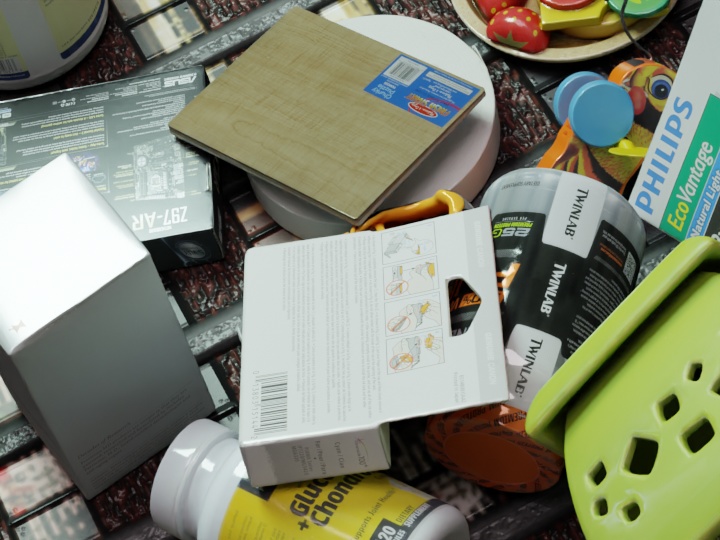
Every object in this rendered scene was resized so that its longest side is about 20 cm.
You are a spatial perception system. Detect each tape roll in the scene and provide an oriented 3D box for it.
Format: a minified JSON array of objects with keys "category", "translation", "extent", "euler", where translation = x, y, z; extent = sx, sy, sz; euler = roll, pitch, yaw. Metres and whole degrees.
[{"category":"tape roll","translation":[0.007,-0.107,1.698],"extent":[0.201,0.037,0.204],"euler":[-5,55,8]}]

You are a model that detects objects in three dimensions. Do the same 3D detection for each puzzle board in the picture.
[{"category":"puzzle board","translation":[-0.026,-0.116,1.663],"extent":[0.199,0.017,0.151],"euler":[27,60,35]}]

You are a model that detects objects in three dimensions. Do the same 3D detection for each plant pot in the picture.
[{"category":"plant pot","translation":[0.234,0.105,1.384],"extent":[0.199,0.199,0.182],"euler":[-48,48,13]}]

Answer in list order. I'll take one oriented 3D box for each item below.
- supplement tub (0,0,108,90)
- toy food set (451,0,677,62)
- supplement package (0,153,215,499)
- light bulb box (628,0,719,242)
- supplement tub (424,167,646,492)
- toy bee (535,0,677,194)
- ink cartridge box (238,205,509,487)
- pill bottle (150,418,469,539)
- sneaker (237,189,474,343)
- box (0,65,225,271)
[{"category":"supplement tub","translation":[-0.289,-0.256,1.760],"extent":[0.144,0.201,0.146],"euler":[-5,55,8]},{"category":"toy food set","translation":[0.164,-0.248,1.752],"extent":[0.196,0.049,0.201],"euler":[-7,55,7]},{"category":"supplement package","translation":[-0.195,0.041,1.540],"extent":[0.117,0.201,0.117],"euler":[-34,57,-12]},{"category":"light bulb box","translation":[0.315,-0.090,1.508],"extent":[0.199,0.200,0.124],"euler":[33,31,29]},{"category":"supplement tub","translation":[0.116,0.041,1.523],"extent":[0.121,0.123,0.201],"euler":[9,59,17]},{"category":"toy bee","translation":[0.197,-0.110,1.605],"extent":[0.108,0.201,0.131],"euler":[20,30,-11]},{"category":"ink cartridge box","translation":[0.009,0.048,1.477],"extent":[0.175,0.045,0.201],"euler":[-9,39,6]},{"category":"pill bottle","translation":[-0.036,0.172,1.473],"extent":[0.199,0.112,0.112],"euler":[22,63,24]},{"category":"sneaker","translation":[0.000,0.000,1.603],"extent":[0.199,0.077,0.079],"euler":[-27,57,-6]},{"category":"box","translation":[-0.206,-0.068,1.711],"extent":[0.198,0.044,0.161],"euler":[-11,55,5]}]
